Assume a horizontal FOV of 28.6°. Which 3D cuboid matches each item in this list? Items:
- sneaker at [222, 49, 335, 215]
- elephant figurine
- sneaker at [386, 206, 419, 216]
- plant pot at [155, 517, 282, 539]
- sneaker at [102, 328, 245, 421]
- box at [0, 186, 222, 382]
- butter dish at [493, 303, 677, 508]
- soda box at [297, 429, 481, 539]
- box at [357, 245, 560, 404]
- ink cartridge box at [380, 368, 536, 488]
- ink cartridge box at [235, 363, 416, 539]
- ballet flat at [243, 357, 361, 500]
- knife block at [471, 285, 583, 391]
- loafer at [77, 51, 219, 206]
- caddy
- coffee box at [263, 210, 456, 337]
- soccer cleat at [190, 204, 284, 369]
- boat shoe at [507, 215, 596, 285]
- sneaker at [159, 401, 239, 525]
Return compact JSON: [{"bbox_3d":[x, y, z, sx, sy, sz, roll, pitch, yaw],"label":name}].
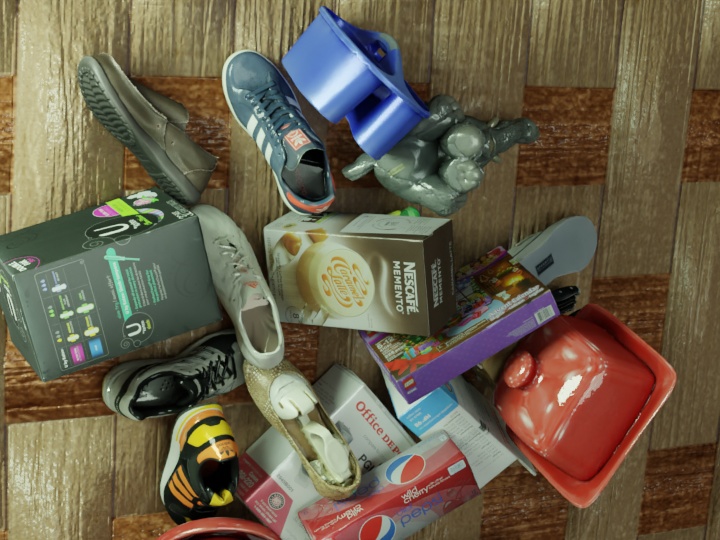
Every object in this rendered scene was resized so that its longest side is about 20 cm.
[{"bbox_3d":[-0.082,-0.153,1.553,0.075,0.084,0.200,-33,105,-13],"label":"sneaker"},{"bbox_3d":[0.100,-0.141,1.642,0.155,0.200,0.142,37,111,3],"label":"elephant figurine"},{"bbox_3d":[0.088,0.010,1.696,0.083,0.074,0.200,-37,116,-9],"label":"sneaker"},{"bbox_3d":[-0.163,0.390,1.588,0.200,0.183,0.201,-6,137,-5],"label":"plant pot"},{"bbox_3d":[-0.185,0.126,1.586,0.199,0.088,0.076,-20,110,-22],"label":"sneaker"},{"bbox_3d":[-0.270,0.010,1.477,0.199,0.148,0.125,-20,113,-20],"label":"box"},{"bbox_3d":[0.226,0.134,1.625,0.148,0.200,0.200,27,102,-33],"label":"butter dish"},{"bbox_3d":[0.033,0.268,1.630,0.200,0.070,0.064,-29,120,-8],"label":"soda box"},{"bbox_3d":[0.108,0.059,1.601,0.200,0.137,0.039,-30,119,-6],"label":"box"},{"bbox_3d":[0.120,0.185,1.728,0.067,0.116,0.200,-40,119,12],"label":"ink cartridge box"},{"bbox_3d":[-0.042,0.234,1.688,0.200,0.085,0.146,-45,118,-11],"label":"ink cartridge box"},{"bbox_3d":[-0.058,0.170,1.587,0.070,0.065,0.200,-40,100,-25],"label":"ballet flat"},{"bbox_3d":[0.208,0.068,1.733,0.176,0.064,0.200,-48,148,-5],"label":"knife block"},{"bbox_3d":[-0.224,-0.160,1.506,0.071,0.073,0.200,-49,124,-19],"label":"loafer"},{"bbox_3d":[0.001,-0.212,1.530,0.105,0.200,0.141,-45,120,10],"label":"caddy"},{"bbox_3d":[0.000,0.000,1.576,0.080,0.199,0.115,-34,123,-57],"label":"coffee box"},{"bbox_3d":[-0.133,0.013,1.554,0.069,0.078,0.200,-24,85,-17],"label":"soccer cleat"},{"bbox_3d":[0.217,-0.016,1.758,0.200,0.065,0.074,-25,107,-41],"label":"boat shoe"},{"bbox_3d":[-0.176,0.243,1.587,0.070,0.090,0.201,-12,136,-25],"label":"sneaker"}]
